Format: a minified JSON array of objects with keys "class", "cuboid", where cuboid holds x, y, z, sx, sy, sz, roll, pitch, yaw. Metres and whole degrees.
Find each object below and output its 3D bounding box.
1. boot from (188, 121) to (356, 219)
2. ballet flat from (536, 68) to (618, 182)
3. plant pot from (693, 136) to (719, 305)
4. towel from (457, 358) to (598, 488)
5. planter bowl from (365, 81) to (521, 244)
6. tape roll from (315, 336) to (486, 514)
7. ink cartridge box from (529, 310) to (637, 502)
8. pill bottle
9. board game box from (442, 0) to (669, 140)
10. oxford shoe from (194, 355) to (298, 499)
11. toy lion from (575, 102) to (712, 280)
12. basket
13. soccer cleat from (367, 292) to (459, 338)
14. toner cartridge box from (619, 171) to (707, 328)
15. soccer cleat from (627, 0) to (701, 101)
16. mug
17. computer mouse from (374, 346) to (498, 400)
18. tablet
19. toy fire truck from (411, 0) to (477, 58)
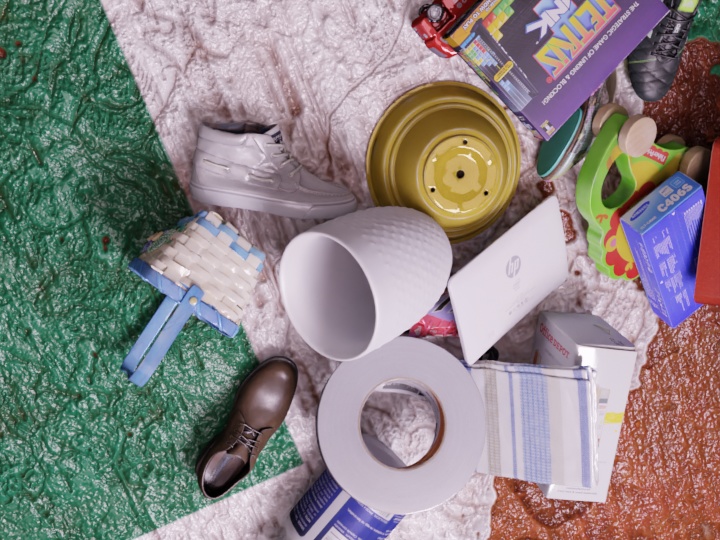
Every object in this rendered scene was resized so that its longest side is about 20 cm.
[{"class":"boot","cuboid":[-0.096,-0.120,1.081,0.197,0.074,0.097,6,110,-10]},{"class":"ballet flat","cuboid":[0.275,-0.201,1.134,0.070,0.069,0.203,10,101,-24]},{"class":"plant pot","cuboid":[0.533,-0.053,1.113,0.198,0.175,0.203,-12,110,-44]},{"class":"towel","cuboid":[0.192,0.181,1.127,0.198,0.024,0.149,0,99,34]},{"class":"planter bowl","cuboid":[0.110,-0.120,1.113,0.197,0.083,0.203,-2,104,-10]},{"class":"tape roll","cuboid":[0.045,0.182,1.102,0.197,0.066,0.203,1,80,-5]},{"class":"ink cartridge box","cuboid":[0.267,0.167,1.183,0.082,0.145,0.203,6,103,-9]},{"class":"pill bottle","cuboid":[-0.024,0.317,1.186,0.115,0.116,0.200,39,95,-17]},{"class":"board game box","cuboid":[0.218,-0.277,1.049,0.165,0.057,0.200,42,95,-11]},{"class":"oxford shoe","cuboid":[-0.135,0.200,1.154,0.072,0.084,0.201,28,96,-14]},{"class":"toy lion","cuboid":[0.336,-0.084,1.150,0.198,0.069,0.194,16,105,-37]},{"class":"basket","cuboid":[-0.206,0.036,1.056,0.138,0.176,0.202,32,78,-17]},{"class":"soccer cleat","cuboid":[0.086,0.061,1.154,0.197,0.077,0.067,6,120,-8]},{"class":"toner cartridge box","cuboid":[0.393,-0.021,1.164,0.095,0.043,0.201,-38,134,-4]},{"class":"soccer cleat","cuboid":[0.368,-0.302,1.112,0.067,0.081,0.203,6,103,-11]},{"class":"mug","cuboid":[0.000,0.000,1.071,0.174,0.198,0.150,-25,112,-44]},{"class":"computer mouse","cuboid":[0.073,0.124,1.192,0.198,0.044,0.111,17,98,-16]},{"class":"tablet","cuboid":[0.185,0.011,1.135,0.199,0.014,0.131,-38,129,-28]},{"class":"toy fire truck","cuboid":[0.172,-0.306,1.093,0.200,0.049,0.141,-44,107,3]}]
